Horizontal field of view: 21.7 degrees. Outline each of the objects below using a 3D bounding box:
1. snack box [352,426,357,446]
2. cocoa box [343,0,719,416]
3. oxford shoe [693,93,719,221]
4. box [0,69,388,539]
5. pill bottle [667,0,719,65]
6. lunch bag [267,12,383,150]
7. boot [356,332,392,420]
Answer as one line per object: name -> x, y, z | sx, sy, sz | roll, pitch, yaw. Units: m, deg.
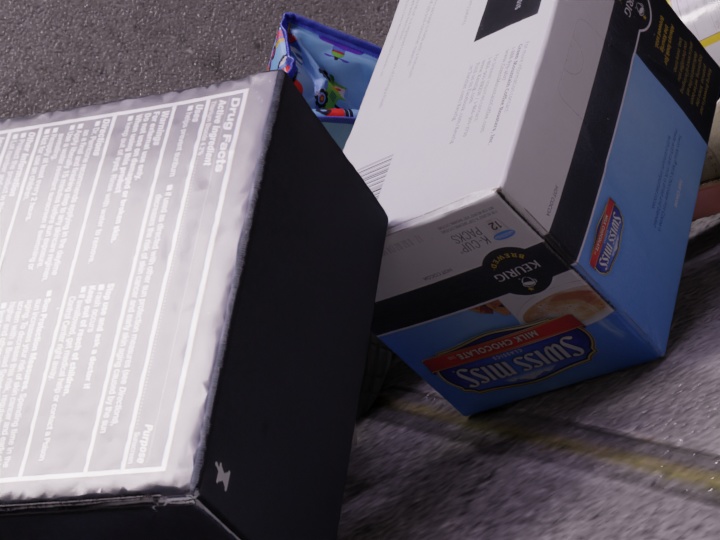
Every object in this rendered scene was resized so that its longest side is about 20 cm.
snack box -> -0.060, 0.087, 1.001 | 0.071, 0.025, 0.200 | -3, -5, -15
cocoa box -> 0.082, -0.053, 0.939 | 0.133, 0.131, 0.201 | -20, 38, 40
oxford shoe -> 0.236, -0.087, 1.065 | 0.199, 0.074, 0.071 | -21, 6, -14
box -> -0.108, 0.040, 0.806 | 0.197, 0.123, 0.201 | -7, 56, 26
pill bottle -> 0.275, -0.177, 1.404 | 0.199, 0.113, 0.112 | -23, 9, 25
lunch bag -> 0.028, -0.057, 1.183 | 0.151, 0.198, 0.095 | 111, 169, -47
boot -> 0.000, 0.000, 1.129 | 0.201, 0.068, 0.131 | -59, 15, -7
